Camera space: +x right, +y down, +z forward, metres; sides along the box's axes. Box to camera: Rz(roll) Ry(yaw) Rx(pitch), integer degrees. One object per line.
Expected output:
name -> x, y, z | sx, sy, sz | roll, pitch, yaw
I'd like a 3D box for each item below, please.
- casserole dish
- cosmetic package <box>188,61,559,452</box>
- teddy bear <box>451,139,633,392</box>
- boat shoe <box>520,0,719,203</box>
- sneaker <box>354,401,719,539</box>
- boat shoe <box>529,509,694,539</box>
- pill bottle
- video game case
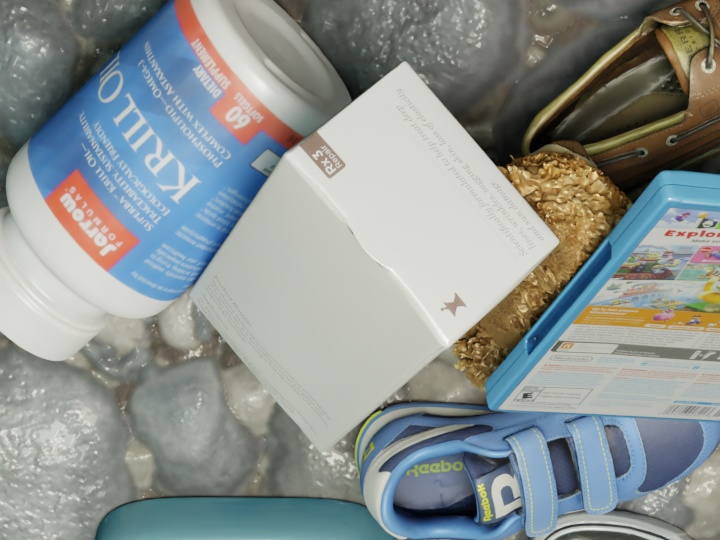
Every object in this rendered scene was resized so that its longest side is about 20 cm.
casserole dish -> -0.065, 0.189, 1.190 | 0.198, 0.039, 0.122 | -1, 108, 9
cosmetic package -> 0.000, 0.000, 1.004 | 0.081, 0.200, 0.113 | -39, 88, -26
teddy bear -> 0.074, -0.006, 1.056 | 0.144, 0.067, 0.201 | 31, 150, 17
boat shoe -> 0.168, -0.096, 1.033 | 0.200, 0.068, 0.072 | -39, 58, 16
sneaker -> 0.093, 0.102, 1.116 | 0.198, 0.082, 0.075 | -13, 105, 8
boat shoe -> 0.180, 0.194, 1.140 | 0.199, 0.071, 0.072 | 28, 110, -1
pill bottle -> -0.107, -0.047, 1.077 | 0.112, 0.112, 0.200 | 45, 108, -8
video game case -> 0.160, 0.018, 0.999 | 0.142, 0.018, 0.200 | 5, 149, -20
